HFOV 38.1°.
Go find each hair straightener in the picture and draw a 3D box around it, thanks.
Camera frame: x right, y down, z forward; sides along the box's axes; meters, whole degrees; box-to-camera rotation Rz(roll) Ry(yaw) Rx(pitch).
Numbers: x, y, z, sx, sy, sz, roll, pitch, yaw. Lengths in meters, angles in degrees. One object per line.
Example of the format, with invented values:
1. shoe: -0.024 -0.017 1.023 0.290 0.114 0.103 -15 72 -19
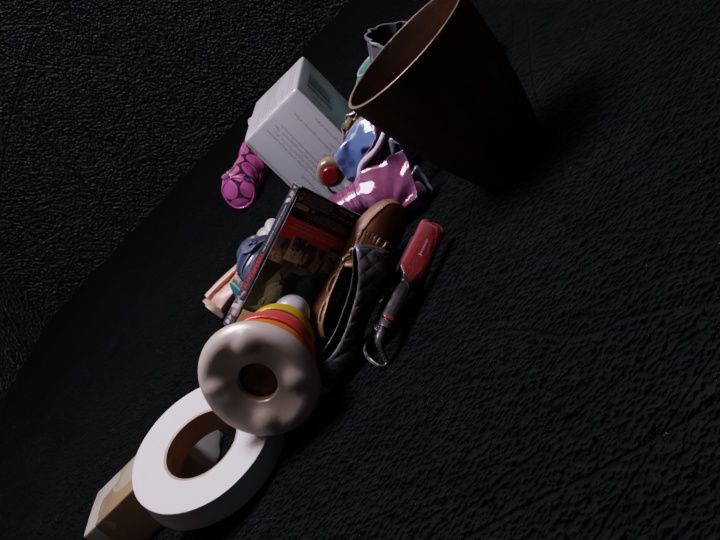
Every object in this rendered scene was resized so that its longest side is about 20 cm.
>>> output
1. hair straightener: 0.048 0.035 1.229 0.077 0.040 0.202 120 172 -55

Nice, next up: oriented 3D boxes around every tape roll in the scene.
1. tape roll: -0.186 0.221 1.272 0.200 0.037 0.204 -20 37 16

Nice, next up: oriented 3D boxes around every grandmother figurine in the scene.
1. grandmother figurine: -0.205 -0.007 1.876 0.201 0.060 0.121 -53 26 -3

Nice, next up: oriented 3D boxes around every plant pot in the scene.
1. plant pot: 0.119 -0.195 1.234 0.187 0.200 0.188 -42 19 19

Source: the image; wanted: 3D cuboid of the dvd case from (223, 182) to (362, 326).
1. dvd case: -0.078 0.001 1.349 0.022 0.145 0.202 30 96 44

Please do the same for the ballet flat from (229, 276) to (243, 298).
1. ballet flat: -0.156 0.044 1.654 0.071 0.070 0.200 -32 20 -7

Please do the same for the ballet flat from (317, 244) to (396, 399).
1. ballet flat: -0.020 0.059 1.234 0.202 0.056 0.067 -66 18 13

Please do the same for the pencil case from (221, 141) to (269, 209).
1. pencil case: -0.264 -0.230 2.415 0.091 0.094 0.201 -40 19 26

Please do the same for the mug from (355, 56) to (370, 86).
1. mug: 0.071 -0.337 1.784 0.186 0.114 0.151 -56 19 -21

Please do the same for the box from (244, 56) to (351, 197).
1. box: -0.081 -0.231 1.797 0.130 0.200 0.200 -40 20 19

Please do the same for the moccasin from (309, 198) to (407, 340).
1. moccasin: -0.001 -0.001 1.337 0.202 0.073 0.078 -53 20 -8

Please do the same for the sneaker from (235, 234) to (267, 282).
1. sneaker: -0.105 -0.042 1.608 0.201 0.078 0.146 -36 21 -11

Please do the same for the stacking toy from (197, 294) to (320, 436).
1. stacking toy: -0.103 0.090 1.258 0.146 0.146 0.201 -41 12 24

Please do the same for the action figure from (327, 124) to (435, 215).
1. action figure: -0.003 -0.096 1.441 0.198 0.150 0.134 -31 27 10

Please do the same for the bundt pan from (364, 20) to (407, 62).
1. bundt pan: 0.104 -0.329 1.622 0.203 0.198 0.077 -90 1 -64

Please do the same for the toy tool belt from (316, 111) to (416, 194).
1. toy tool belt: 0.013 -0.178 1.577 0.198 0.125 0.123 -32 21 14

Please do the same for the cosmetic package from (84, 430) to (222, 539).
1. cosmetic package: -0.280 0.291 1.418 0.200 0.071 0.106 -45 18 15
